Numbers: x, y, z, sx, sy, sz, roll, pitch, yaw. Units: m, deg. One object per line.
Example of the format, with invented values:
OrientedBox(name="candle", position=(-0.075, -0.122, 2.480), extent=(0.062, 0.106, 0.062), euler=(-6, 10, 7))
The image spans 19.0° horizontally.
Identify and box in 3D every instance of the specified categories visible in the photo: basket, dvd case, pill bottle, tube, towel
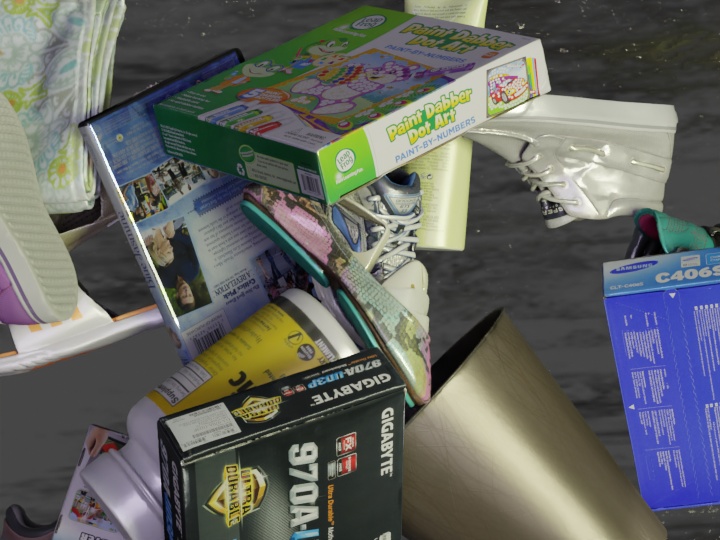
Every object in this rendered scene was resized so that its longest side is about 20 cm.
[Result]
OrientedBox(name="basket", position=(0.110, 0.160, 1.548), extent=(0.200, 0.136, 0.180), euler=(44, 89, -3))
OrientedBox(name="dvd case", position=(-0.105, -0.043, 1.548), extent=(0.143, 0.018, 0.200), euler=(-31, 104, -33))
OrientedBox(name="pill bottle", position=(-0.091, 0.112, 1.489), extent=(0.200, 0.111, 0.111), euler=(-37, 90, -12))
OrientedBox(name="tube", position=(0.059, -0.115, 1.584), extent=(0.058, 0.052, 0.200), euler=(3, 90, -4))
OrientedBox(name="towel", position=(-0.272, -0.127, 1.554), extent=(0.200, 0.048, 0.171), euler=(1, 74, 18))

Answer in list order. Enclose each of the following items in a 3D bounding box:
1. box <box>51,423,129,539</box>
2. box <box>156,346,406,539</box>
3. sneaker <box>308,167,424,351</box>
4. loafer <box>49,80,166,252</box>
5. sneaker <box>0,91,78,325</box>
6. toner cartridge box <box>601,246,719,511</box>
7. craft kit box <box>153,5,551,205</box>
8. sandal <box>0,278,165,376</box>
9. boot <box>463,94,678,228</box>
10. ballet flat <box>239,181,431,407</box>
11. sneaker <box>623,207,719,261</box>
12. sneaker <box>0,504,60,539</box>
OrientedBox(name="box", position=(-0.114, 0.191, 1.534), extent=(0.200, 0.035, 0.110), euler=(18, 59, -2))
OrientedBox(name="box", position=(-0.051, 0.157, 1.431), extent=(0.159, 0.046, 0.200), euler=(-17, 134, -20))
OrientedBox(name="sneaker", position=(0.007, -0.032, 1.541), extent=(0.085, 0.077, 0.200), euler=(-30, 75, 40))
OrientedBox(name="loafer", position=(-0.185, -0.069, 1.579), extent=(0.200, 0.068, 0.076), euler=(-39, 90, 1))
OrientedBox(name="sneaker", position=(-0.280, -0.042, 1.483), extent=(0.114, 0.073, 0.201), euler=(-1, 124, 20))
OrientedBox(name="toner cartridge box", position=(0.233, 0.080, 1.529), extent=(0.095, 0.043, 0.200), euler=(-8, 124, 10))
OrientedBox(name="craft kit box", position=(-0.008, -0.118, 1.480), extent=(0.197, 0.200, 0.049), euler=(-26, 117, -31))
OrientedBox(name="sandal", position=(-0.193, 0.026, 1.581), extent=(0.207, 0.079, 0.059), euler=(-19, 89, -8))
OrientedBox(name="boot", position=(0.138, -0.078, 1.551), extent=(0.200, 0.074, 0.096), euler=(2, 94, -21))
OrientedBox(name="ballet flat", position=(0.000, 0.000, 1.484), extent=(0.071, 0.069, 0.200), euler=(-38, 75, -8))
OrientedBox(name="sneaker", position=(0.259, -0.017, 1.558), extent=(0.121, 0.084, 0.200), euler=(39, 92, -24))
OrientedBox(name="sneaker", position=(-0.172, 0.194, 1.580), extent=(0.200, 0.077, 0.082), euler=(-4, 84, 0))
